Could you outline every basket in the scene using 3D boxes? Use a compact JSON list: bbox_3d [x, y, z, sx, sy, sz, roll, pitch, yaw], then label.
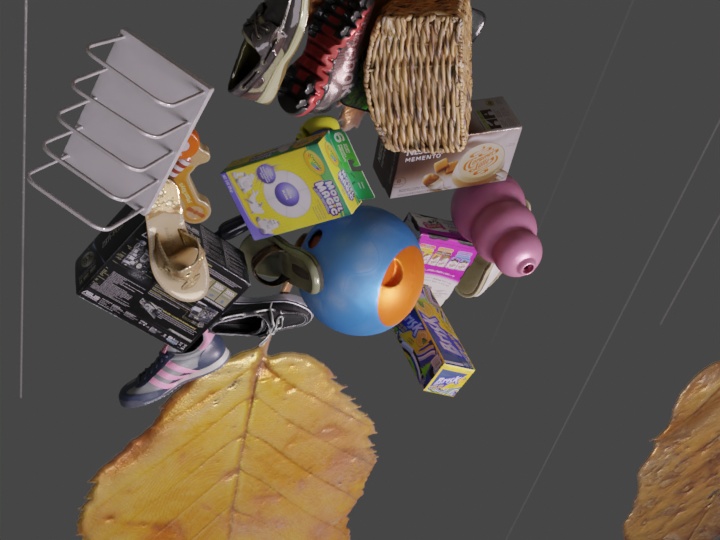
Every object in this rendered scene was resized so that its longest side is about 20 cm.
[{"bbox_3d":[0.081,-0.279,1.464,0.142,0.149,0.201,1,121,10],"label":"basket"}]

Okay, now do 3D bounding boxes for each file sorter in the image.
[{"bbox_3d":[-0.304,-0.172,1.316,0.138,0.125,0.201,34,114,2],"label":"file sorter"}]

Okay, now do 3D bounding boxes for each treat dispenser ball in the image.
[{"bbox_3d":[0.000,0.000,1.639,0.199,0.201,0.202,-14,137,-14],"label":"treat dispenser ball"}]

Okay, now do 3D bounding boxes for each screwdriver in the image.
[{"bbox_3d":[-0.246,-0.035,1.605,0.199,0.029,0.028,-30,138,-1],"label":"screwdriver"}]

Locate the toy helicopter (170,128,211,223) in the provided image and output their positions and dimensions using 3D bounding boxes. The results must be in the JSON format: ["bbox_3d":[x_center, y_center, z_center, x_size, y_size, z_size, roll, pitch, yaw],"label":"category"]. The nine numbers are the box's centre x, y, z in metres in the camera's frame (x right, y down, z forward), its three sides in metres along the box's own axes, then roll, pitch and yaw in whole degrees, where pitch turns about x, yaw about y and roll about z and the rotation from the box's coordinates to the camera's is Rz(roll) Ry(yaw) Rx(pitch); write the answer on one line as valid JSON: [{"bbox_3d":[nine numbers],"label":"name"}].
[{"bbox_3d":[-0.266,-0.134,1.464,0.131,0.079,0.201,-20,137,1],"label":"toy helicopter"}]

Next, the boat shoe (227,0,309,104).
[{"bbox_3d":[-0.122,-0.302,1.374,0.066,0.072,0.201,-4,138,-31],"label":"boat shoe"}]

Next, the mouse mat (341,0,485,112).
[{"bbox_3d":[0.075,-0.304,1.521,0.160,0.008,0.201,8,128,-33],"label":"mouse mat"}]

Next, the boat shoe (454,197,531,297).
[{"bbox_3d":[0.231,-0.044,1.817,0.201,0.075,0.068,-57,158,20],"label":"boat shoe"}]

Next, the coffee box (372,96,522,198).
[{"bbox_3d":[0.130,-0.187,1.604,0.199,0.080,0.115,-10,140,-19],"label":"coffee box"}]

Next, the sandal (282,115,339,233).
[{"bbox_3d":[-0.085,-0.128,1.555,0.079,0.087,0.201,6,130,-34],"label":"sandal"}]

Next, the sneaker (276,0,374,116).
[{"bbox_3d":[-0.033,-0.295,1.430,0.098,0.071,0.201,6,119,-55],"label":"sneaker"}]

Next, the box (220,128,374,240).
[{"bbox_3d":[-0.087,-0.120,1.492,0.199,0.048,0.118,-15,114,28],"label":"box"}]

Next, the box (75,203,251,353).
[{"bbox_3d":[-0.291,0.003,1.558,0.200,0.086,0.164,33,112,-33],"label":"box"}]

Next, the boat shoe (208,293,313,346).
[{"bbox_3d":[-0.161,0.081,1.735,0.198,0.068,0.074,8,128,-33],"label":"boat shoe"}]

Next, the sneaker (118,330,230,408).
[{"bbox_3d":[-0.318,0.152,1.739,0.199,0.070,0.082,-28,122,-3],"label":"sneaker"}]

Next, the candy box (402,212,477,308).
[{"bbox_3d":[0.097,0.004,1.796,0.136,0.061,0.201,10,126,-34],"label":"candy box"}]

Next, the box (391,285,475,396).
[{"bbox_3d":[0.106,0.106,1.706,0.070,0.201,0.064,15,124,-35],"label":"box"}]

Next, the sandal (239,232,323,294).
[{"bbox_3d":[-0.130,-0.009,1.582,0.057,0.200,0.080,-30,117,-28],"label":"sandal"}]

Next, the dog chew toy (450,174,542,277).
[{"bbox_3d":[0.224,-0.069,1.684,0.124,0.201,0.125,-14,136,-14],"label":"dog chew toy"}]

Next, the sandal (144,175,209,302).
[{"bbox_3d":[-0.252,-0.026,1.446,0.077,0.070,0.213,-18,124,-10],"label":"sandal"}]
